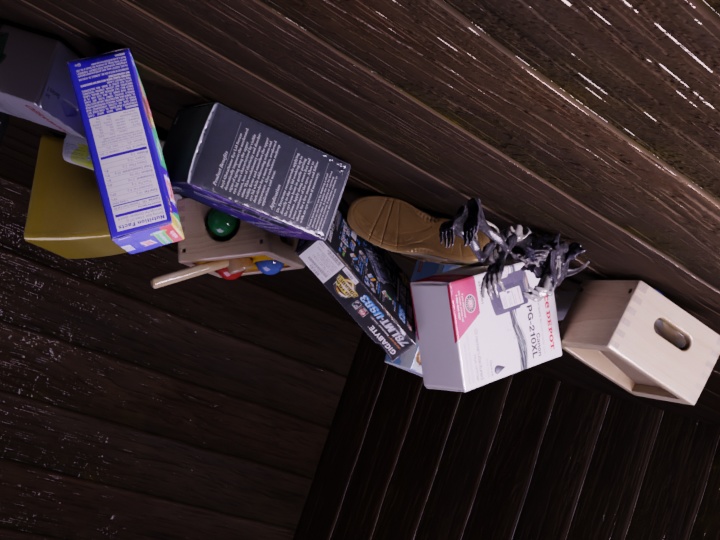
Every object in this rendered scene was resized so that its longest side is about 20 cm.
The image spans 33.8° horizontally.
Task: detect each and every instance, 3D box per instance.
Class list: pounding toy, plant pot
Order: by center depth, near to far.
[{"bbox_3d":[0.400,0.089,1.639,0.199,0.143,0.184,32,170,-15],"label":"pounding toy"},{"bbox_3d":[-0.208,-0.039,1.877,0.182,0.144,0.200,-6,169,18],"label":"pounding toy"},{"bbox_3d":[-0.498,-0.127,2.244,0.174,0.203,0.200,7,172,12],"label":"plant pot"}]

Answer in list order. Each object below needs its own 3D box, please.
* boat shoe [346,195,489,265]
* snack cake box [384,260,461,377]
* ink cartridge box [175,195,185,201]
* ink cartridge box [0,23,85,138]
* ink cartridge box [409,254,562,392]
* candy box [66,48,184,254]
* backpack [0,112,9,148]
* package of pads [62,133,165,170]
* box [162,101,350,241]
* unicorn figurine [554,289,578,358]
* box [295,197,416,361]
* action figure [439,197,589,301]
[{"bbox_3d":[0.078,-0.046,1.614,0.198,0.075,0.069,18,168,10],"label":"boat shoe"},{"bbox_3d":[0.127,0.073,1.915,0.114,0.202,0.067,24,172,-42],"label":"snack cake box"},{"bbox_3d":[-0.436,-0.134,2.430,0.143,0.085,0.200,17,174,27],"label":"ink cartridge box"},{"bbox_3d":[-0.427,-0.240,1.429,0.198,0.085,0.146,18,174,13],"label":"ink cartridge box"},{"bbox_3d":[0.172,0.066,1.597,0.199,0.147,0.084,-14,-171,-39],"label":"ink cartridge box"},{"bbox_3d":[-0.264,-0.129,1.348,0.076,0.203,0.169,-14,177,-6],"label":"candy box"},{"bbox_3d":[-0.625,-0.248,1.761,0.181,0.136,0.200,20,175,-1],"label":"backpack"},{"bbox_3d":[-0.330,-0.168,1.789,0.153,0.069,0.199,13,178,42],"label":"package of pads"},{"bbox_3d":[-0.137,-0.121,1.480,0.198,0.105,0.148,22,174,-25],"label":"box"},{"bbox_3d":[0.281,0.057,1.746,0.198,0.139,0.074,6,171,-30],"label":"unicorn figurine"},{"bbox_3d":[0.000,0.000,1.612,0.199,0.049,0.200,50,-163,-16],"label":"box"},{"bbox_3d":[0.190,-0.010,1.449,0.198,0.103,0.118,24,161,-27],"label":"action figure"}]
